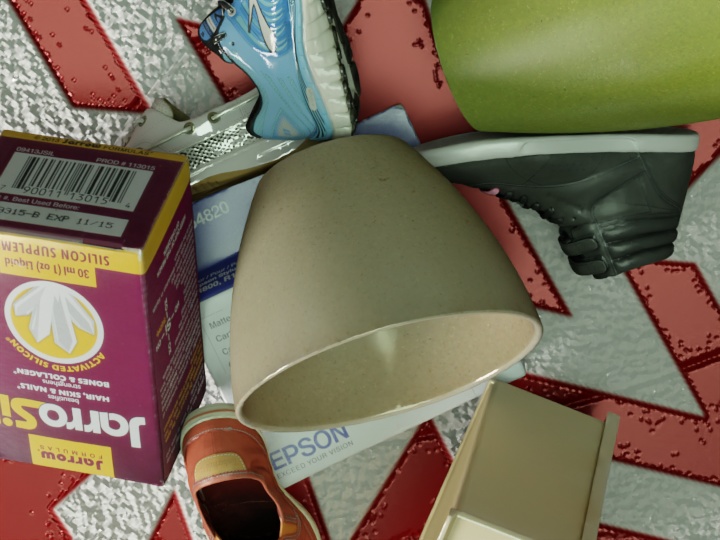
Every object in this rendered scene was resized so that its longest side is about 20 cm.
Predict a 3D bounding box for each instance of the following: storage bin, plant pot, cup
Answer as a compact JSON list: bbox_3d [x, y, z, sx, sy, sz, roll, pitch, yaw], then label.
[{"bbox_3d":[0.081,0.203,1.625,0.093,0.200,0.200,22,116,1],"label":"storage bin"},{"bbox_3d":[0.152,-0.164,1.588,0.199,0.187,0.188,-17,102,17],"label":"plant pot"},{"bbox_3d":[0.000,0.000,1.577,0.199,0.200,0.144,-18,73,4],"label":"cup"}]

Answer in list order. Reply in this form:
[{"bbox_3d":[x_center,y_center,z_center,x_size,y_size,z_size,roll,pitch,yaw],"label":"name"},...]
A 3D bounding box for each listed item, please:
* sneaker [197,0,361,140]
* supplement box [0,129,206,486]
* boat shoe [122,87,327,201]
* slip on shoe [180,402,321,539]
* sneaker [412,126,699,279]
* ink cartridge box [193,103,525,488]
[{"bbox_3d":[-0.064,-0.167,1.558,0.089,0.078,0.201,-12,111,10],"label":"sneaker"},{"bbox_3d":[-0.177,0.025,1.602,0.130,0.104,0.201,7,131,12],"label":"supplement box"},{"bbox_3d":[-0.123,-0.079,1.652,0.199,0.071,0.070,-20,88,6],"label":"boat shoe"},{"bbox_3d":[-0.073,0.171,1.672,0.074,0.061,0.201,-13,137,6],"label":"slip on shoe"},{"bbox_3d":[0.126,-0.042,1.647,0.198,0.071,0.100,-1,100,-11],"label":"sneaker"},{"bbox_3d":[-0.016,0.020,1.684,0.199,0.041,0.201,-26,101,5],"label":"ink cartridge box"}]
